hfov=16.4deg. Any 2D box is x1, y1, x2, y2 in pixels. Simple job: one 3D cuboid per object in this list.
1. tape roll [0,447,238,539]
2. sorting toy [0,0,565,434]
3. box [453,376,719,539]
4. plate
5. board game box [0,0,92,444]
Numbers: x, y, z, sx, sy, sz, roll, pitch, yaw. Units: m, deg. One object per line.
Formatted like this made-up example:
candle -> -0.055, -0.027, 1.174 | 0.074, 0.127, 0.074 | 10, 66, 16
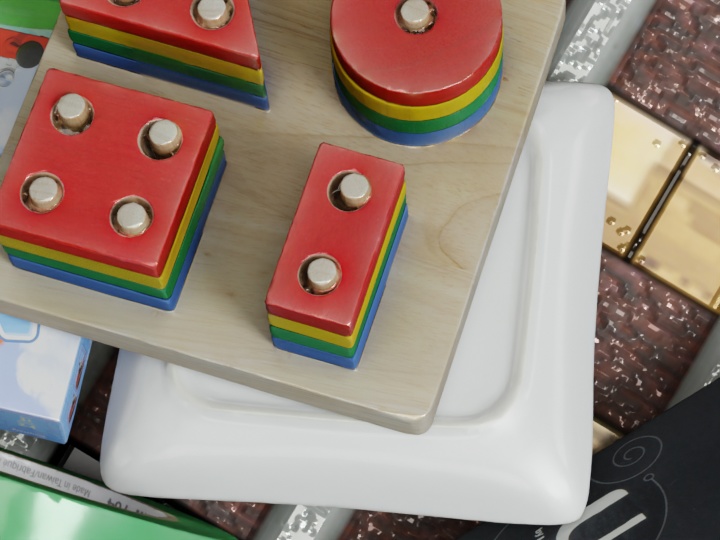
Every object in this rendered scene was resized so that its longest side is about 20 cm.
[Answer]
tape roll -> -0.148, 0.096, 0.975 | 0.200, 0.200, 0.048 | 19, 87, 2
sorting toy -> -0.039, -0.062, 0.993 | 0.199, 0.070, 0.199 | 16, 69, 9
box -> 0.129, 0.137, 0.994 | 0.200, 0.122, 0.106 | -31, 117, -2
plate -> 0.000, 0.000, 1.026 | 0.199, 0.032, 0.200 | 3, 66, 8
board game box -> -0.172, -0.041, 1.045 | 0.151, 0.037, 0.201 | 12, 71, 1
